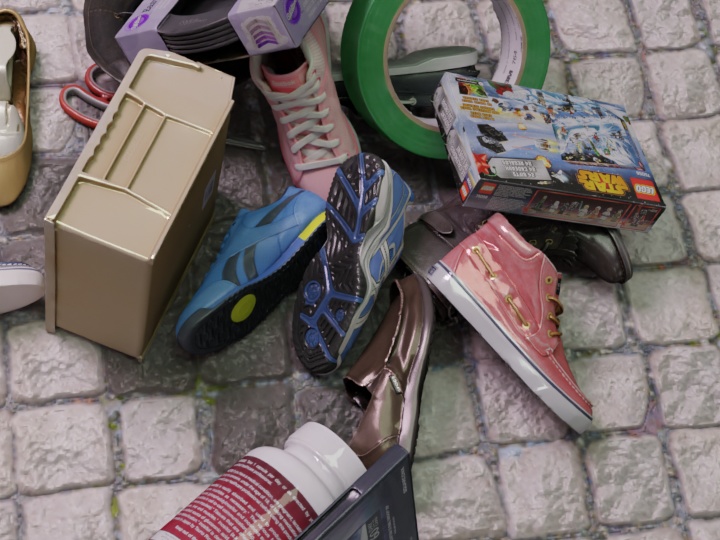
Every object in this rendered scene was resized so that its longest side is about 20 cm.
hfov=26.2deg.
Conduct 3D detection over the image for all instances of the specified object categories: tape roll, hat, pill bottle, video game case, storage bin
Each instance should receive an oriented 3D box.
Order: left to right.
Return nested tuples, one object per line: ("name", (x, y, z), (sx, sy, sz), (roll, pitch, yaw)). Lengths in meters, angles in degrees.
("storage bin", (-0.187, -0.056, 1.334), (0.093, 0.200, 0.199), (22, 60, 2))
("hat", (-0.174, -0.214, 1.487), (0.199, 0.081, 0.201), (3, 50, -4))
("pill bottle", (-0.086, 0.217, 1.252), (0.113, 0.113, 0.200), (43, 64, 14))
("video game case", (-0.029, 0.244, 1.231), (0.019, 0.143, 0.200), (33, 60, 30))
("tape roll", (0.081, -0.207, 1.461), (0.199, 0.048, 0.202), (-6, 107, -21))

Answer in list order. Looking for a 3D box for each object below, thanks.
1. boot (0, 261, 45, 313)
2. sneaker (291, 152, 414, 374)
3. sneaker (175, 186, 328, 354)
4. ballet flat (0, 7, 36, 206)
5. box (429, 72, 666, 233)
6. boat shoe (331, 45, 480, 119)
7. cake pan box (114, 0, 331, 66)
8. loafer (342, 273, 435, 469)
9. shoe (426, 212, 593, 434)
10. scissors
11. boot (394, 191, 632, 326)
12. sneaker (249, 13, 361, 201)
("boot", (-0.379, -0.006, 1.347), (0.199, 0.073, 0.091), (-7, 69, -12))
("sneaker", (0.000, 0.000, 1.389), (0.075, 0.077, 0.201), (18, 88, 39))
("sneaker", (-0.105, -0.003, 1.403), (0.078, 0.066, 0.200), (34, 61, 24))
("ballet flat", (-0.339, -0.157, 1.443), (0.068, 0.063, 0.201), (0, 62, -9))
("box", (0.172, -0.108, 1.428), (0.199, 0.040, 0.137), (7, 46, -24))
("boat shoe", (0.022, -0.175, 1.510), (0.199, 0.076, 0.061), (-8, 108, -7))
("cake pan box", (-0.103, -0.255, 1.387), (0.183, 0.052, 0.200), (-5, 40, 35))
("loafer", (0.022, 0.090, 1.359), (0.071, 0.073, 0.201), (10, 62, -3))
("shoe", (0.157, 0.046, 1.376), (0.091, 0.071, 0.200), (-43, 90, 1))
("scissors", (-0.193, -0.138, 1.488), (0.199, 0.014, 0.073), (28, 58, 5))
("boot", (0.133, -0.010, 1.448), (0.200, 0.069, 0.174), (40, 68, 17))
("sneaker", (-0.054, -0.145, 1.418), (0.075, 0.105, 0.201), (-9, 99, 15))
